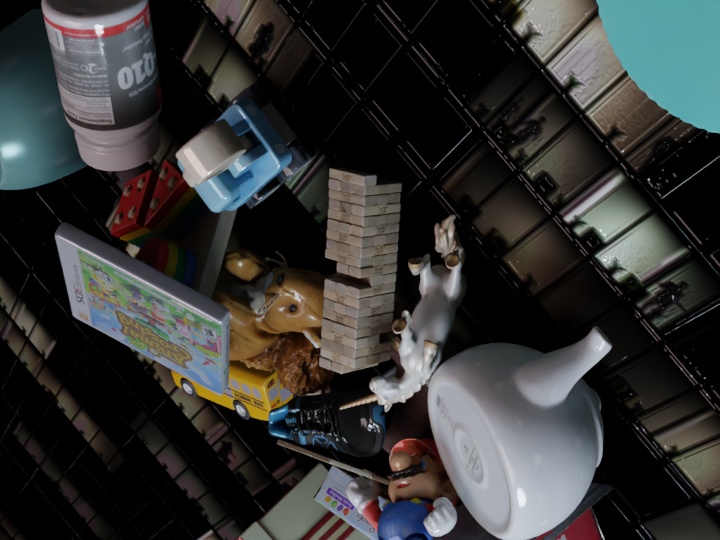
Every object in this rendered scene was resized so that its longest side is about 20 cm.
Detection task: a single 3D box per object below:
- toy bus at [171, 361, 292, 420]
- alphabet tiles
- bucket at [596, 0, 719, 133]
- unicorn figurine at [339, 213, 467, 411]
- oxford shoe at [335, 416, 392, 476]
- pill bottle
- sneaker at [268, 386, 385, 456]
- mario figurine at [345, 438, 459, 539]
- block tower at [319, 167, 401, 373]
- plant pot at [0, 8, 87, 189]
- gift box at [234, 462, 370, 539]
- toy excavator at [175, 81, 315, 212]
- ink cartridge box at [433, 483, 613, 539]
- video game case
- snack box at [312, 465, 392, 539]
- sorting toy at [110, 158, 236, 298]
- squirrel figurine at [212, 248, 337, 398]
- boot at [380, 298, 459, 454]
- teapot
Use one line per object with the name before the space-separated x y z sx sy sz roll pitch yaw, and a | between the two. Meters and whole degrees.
toy bus | -0.167 0.135 1.561 0.199 0.065 0.079 16 132 40
alphabet tiles | 0.004 0.235 1.387 0.199 0.008 0.166 27 169 -39
bucket | 0.253 -0.190 0.733 0.206 0.135 0.209 29 140 28
unicorn figurine | 0.058 0.057 1.141 0.073 0.201 0.138 33 168 16
oxford shoe | 0.047 0.214 1.406 0.198 0.073 0.085 20 161 31
pill bottle | -0.280 -0.219 1.327 0.113 0.114 0.202 28 140 28
sneaker | -0.036 0.169 1.309 0.200 0.081 0.074 156 113 -62
mario figurine | 0.037 0.237 1.196 0.122 0.201 0.107 15 128 9
block tower | 0.000 0.000 1.198 0.054 0.057 0.203 15 107 44
plant pot | -0.415 -0.192 1.462 0.199 0.161 0.202 29 140 27
gift box | -0.085 0.407 1.611 0.184 0.186 0.201 44 144 10
toy excavator | -0.134 -0.108 1.188 0.100 0.200 0.194 52 136 -3
ink cartridge box | 0.152 0.297 1.223 0.175 0.199 0.085 -9 106 51
video game case | -0.228 0.045 1.268 0.198 0.022 0.183 27 151 8
snack box | 0.054 0.316 1.434 0.199 0.053 0.142 29 171 28
sorting toy | -0.225 -0.035 1.354 0.069 0.202 0.198 26 157 -30
squirrel figurine | -0.092 0.051 1.369 0.185 0.143 0.200 -7 139 35
boot | 0.054 0.138 1.285 0.199 0.072 0.167 37 128 5
teapot | 0.164 0.152 1.141 0.200 0.145 0.200 12 120 68
